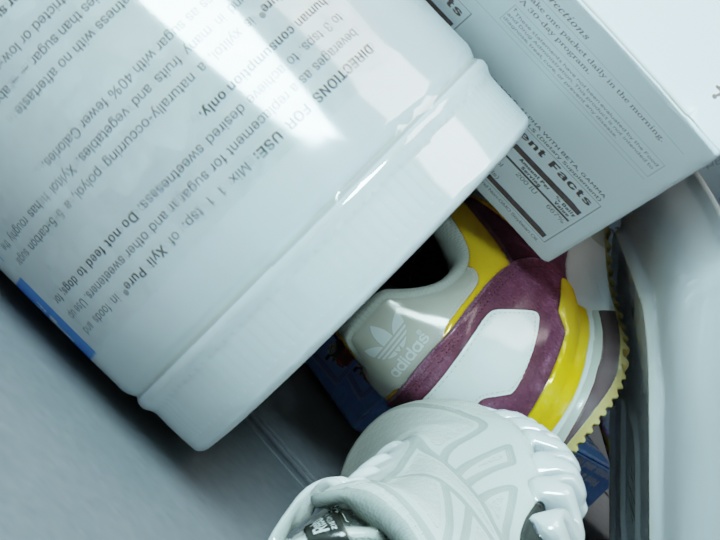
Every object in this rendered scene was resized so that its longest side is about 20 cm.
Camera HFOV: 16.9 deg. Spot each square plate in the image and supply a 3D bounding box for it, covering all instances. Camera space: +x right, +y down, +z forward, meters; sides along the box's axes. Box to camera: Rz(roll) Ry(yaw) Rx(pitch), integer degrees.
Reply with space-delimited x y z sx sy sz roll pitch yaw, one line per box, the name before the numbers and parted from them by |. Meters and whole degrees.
square plate | 0.098 0.071 0.769 0.200 0.028 0.199 -84 173 -77

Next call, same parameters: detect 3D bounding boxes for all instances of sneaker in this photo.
sneaker | 0.013 0.073 0.610 0.081 0.075 0.200 28 11 -14
sneaker | 0.029 -0.008 0.787 0.090 0.075 0.200 34 15 -17

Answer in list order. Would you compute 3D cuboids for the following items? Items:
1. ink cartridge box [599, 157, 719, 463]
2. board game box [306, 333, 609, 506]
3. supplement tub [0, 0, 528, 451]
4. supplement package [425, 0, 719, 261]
ink cartridge box | 0.157 0.022 0.938 0.086 0.147 0.201 -84 157 -74
board game box | 0.000 0.000 0.914 0.151 0.037 0.200 30 18 -52
supplement tub | -0.068 -0.066 0.639 0.200 0.132 0.132 46 10 -1
supplement package | 0.054 -0.136 0.687 0.200 0.156 0.111 47 -25 -4
